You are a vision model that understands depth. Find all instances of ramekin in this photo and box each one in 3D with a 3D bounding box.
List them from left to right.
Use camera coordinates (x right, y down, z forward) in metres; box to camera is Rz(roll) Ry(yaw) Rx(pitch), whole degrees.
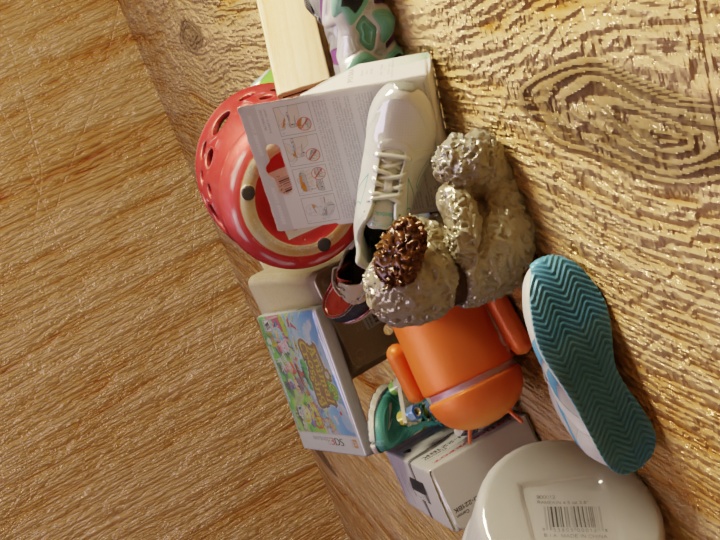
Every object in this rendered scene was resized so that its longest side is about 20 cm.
[{"bbox_3d":[0.195,0.262,0.944,0.201,0.197,0.099,52,155,39],"label":"ramekin"}]

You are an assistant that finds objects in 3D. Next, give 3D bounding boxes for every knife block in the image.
[{"bbox_3d":[-0.083,-0.301,1.110,0.201,0.063,0.178,-91,-16,-64],"label":"knife block"}]

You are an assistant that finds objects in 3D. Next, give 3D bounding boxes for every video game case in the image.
[{"bbox_3d":[-0.062,0.149,1.322,0.181,0.022,0.204,-10,100,59],"label":"video game case"}]

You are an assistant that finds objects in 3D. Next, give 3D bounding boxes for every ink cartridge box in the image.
[{"bbox_3d":[-0.009,-0.127,1.015,0.051,0.196,0.163,-80,-20,-50],"label":"ink cartridge box"},{"bbox_3d":[0.132,0.243,1.243,0.085,0.142,0.200,64,166,-4],"label":"ink cartridge box"}]

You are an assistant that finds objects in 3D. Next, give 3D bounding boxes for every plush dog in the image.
[{"bbox_3d":[0.080,-0.005,0.927,0.162,0.170,0.201,57,164,23],"label":"plush dog"}]

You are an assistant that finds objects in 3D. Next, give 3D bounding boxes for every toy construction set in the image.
[{"bbox_3d":[0.066,0.081,1.242,0.091,0.130,0.204,-14,95,44],"label":"toy construction set"}]

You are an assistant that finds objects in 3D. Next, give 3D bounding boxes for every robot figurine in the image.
[{"bbox_3d":[0.106,0.088,1.088,0.117,0.142,0.203,110,136,-81],"label":"robot figurine"}]

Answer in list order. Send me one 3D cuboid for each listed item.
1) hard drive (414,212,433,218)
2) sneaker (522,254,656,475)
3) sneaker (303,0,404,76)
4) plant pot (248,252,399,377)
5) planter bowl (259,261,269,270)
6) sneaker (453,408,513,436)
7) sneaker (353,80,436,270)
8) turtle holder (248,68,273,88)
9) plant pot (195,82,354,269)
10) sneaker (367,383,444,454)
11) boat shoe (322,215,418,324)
[{"bbox_3d":[0.042,-0.124,1.157,0.142,0.032,0.200,69,166,-17],"label":"hard drive"},{"bbox_3d":[0.190,0.083,0.881,0.203,0.075,0.081,68,168,-6],"label":"sneaker"},{"bbox_3d":[-0.014,-0.260,1.048,0.140,0.076,0.203,-130,31,-52],"label":"sneaker"},{"bbox_3d":[-0.011,0.050,1.377,0.203,0.198,0.177,64,156,-3],"label":"plant pot"},{"bbox_3d":[-0.122,-0.101,1.611,0.202,0.133,0.201,58,166,23],"label":"planter bowl"},{"bbox_3d":[0.113,0.095,1.172,0.203,0.079,0.076,66,161,-1],"label":"sneaker"},{"bbox_3d":[0.031,-0.086,0.963,0.081,0.069,0.203,-77,-3,-52],"label":"sneaker"},{"bbox_3d":[-0.101,-0.206,1.319,0.142,0.130,0.186,60,-171,-27],"label":"turtle holder"},{"bbox_3d":[-0.084,-0.108,1.150,0.203,0.198,0.182,69,169,-22],"label":"plant pot"},{"bbox_3d":[0.074,0.180,1.289,0.078,0.199,0.079,0,105,35],"label":"sneaker"},{"bbox_3d":[0.000,0.000,1.158,0.200,0.062,0.072,-48,57,45],"label":"boat shoe"}]
